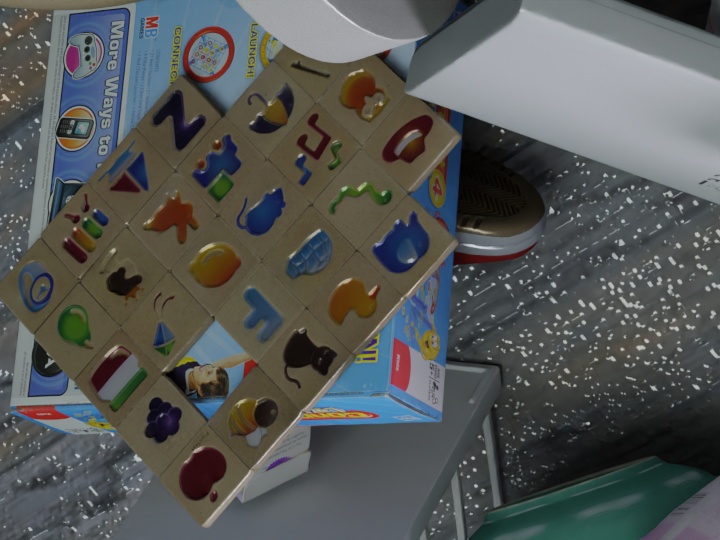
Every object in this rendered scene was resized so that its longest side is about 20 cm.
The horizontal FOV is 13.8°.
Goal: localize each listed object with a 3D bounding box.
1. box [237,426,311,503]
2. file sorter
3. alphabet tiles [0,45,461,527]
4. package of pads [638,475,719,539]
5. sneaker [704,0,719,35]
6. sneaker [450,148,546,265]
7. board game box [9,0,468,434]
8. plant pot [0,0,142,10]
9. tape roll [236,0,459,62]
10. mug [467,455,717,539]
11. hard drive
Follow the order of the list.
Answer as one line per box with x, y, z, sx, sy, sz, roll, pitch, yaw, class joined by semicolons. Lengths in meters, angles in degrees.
-0.093;0.029;1.436;0.200;0.041;0.039;47;148;34;box
-0.022;0.145;1.445;0.138;0.200;0.125;6;126;21;file sorter
-0.052;-0.014;1.315;0.200;0.008;0.167;-48;59;6;alphabet tiles
0.222;0.119;1.322;0.121;0.200;0.076;59;161;-15;package of pads
0.239;-0.092;1.265;0.199;0.078;0.099;17;156;2;sneaker
0.000;0.000;1.422;0.199;0.071;0.113;9;119;29;sneaker
-0.055;-0.029;1.358;0.195;0.201;0.056;-3;163;27;board game box
-0.107;-0.194;1.296;0.134;0.201;0.200;23;132;-25;plant pot
-0.019;-0.187;1.233;0.037;0.203;0.203;-17;112;31;tape roll
0.130;0.151;1.420;0.152;0.185;0.115;-23;85;49;mug
0.133;-0.068;1.256;0.199;0.027;0.132;18;163;-16;hard drive
